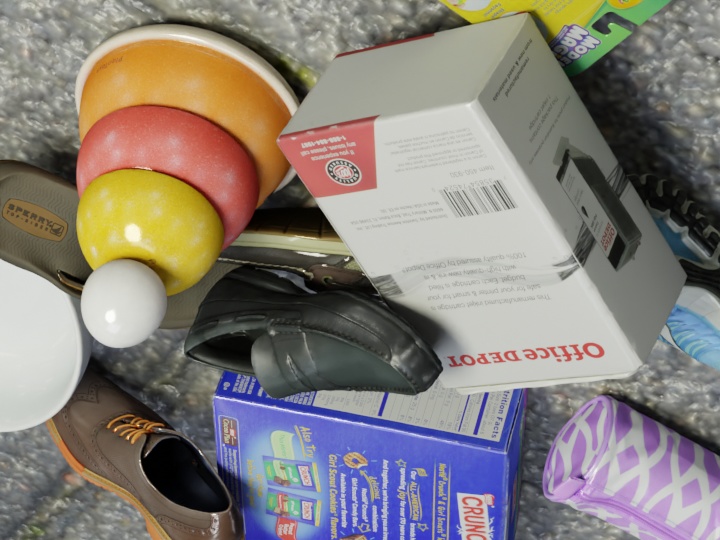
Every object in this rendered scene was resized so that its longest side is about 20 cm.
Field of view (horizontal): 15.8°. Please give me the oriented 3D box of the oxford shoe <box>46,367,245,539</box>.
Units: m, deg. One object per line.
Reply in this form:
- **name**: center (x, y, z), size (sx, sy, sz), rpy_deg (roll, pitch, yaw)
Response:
- **oxford shoe**: center (-0.146, 0.118, 1.756), size (0.200, 0.071, 0.073), rpy_deg (40, 146, 25)

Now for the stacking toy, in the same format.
- **stacking toy**: center (-0.122, -0.033, 1.519), size (0.146, 0.200, 0.146), rpy_deg (11, 140, 9)

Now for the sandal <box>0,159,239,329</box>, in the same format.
- **sandal**: center (-0.151, -0.016, 1.609), size (0.200, 0.082, 0.055), rpy_deg (24, 173, -30)

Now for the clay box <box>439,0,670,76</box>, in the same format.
- **clay box**: center (0.070, -0.192, 1.387), size (0.200, 0.048, 0.115), rpy_deg (32, 140, -19)

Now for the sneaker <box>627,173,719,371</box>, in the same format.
- **sneaker**: center (0.206, 0.017, 1.574), size (0.200, 0.078, 0.090), rpy_deg (39, 152, -16)

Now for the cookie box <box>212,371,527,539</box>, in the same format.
- **cookie box**: center (0.008, 0.130, 1.755), size (0.200, 0.075, 0.171), rpy_deg (11, 139, 9)

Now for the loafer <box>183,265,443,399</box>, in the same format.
- **loafer**: center (-0.030, 0.048, 1.531), size (0.201, 0.070, 0.068), rpy_deg (13, 148, 50)

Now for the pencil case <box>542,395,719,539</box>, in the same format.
- **pencil case**: center (0.216, 0.161, 1.709), size (0.200, 0.086, 0.084), rpy_deg (30, 137, -13)

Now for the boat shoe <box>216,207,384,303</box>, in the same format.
- **boat shoe**: center (0.000, 0.000, 1.600), size (0.200, 0.073, 0.065), rpy_deg (5, 106, 14)

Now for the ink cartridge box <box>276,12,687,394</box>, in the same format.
- **ink cartridge box**: center (0.071, -0.034, 1.463), size (0.147, 0.083, 0.200), rpy_deg (-8, 127, 40)

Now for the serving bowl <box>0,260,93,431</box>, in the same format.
- **serving bowl**: center (-0.256, 0.007, 1.701), size (0.200, 0.066, 0.200), rpy_deg (15, 129, 19)
